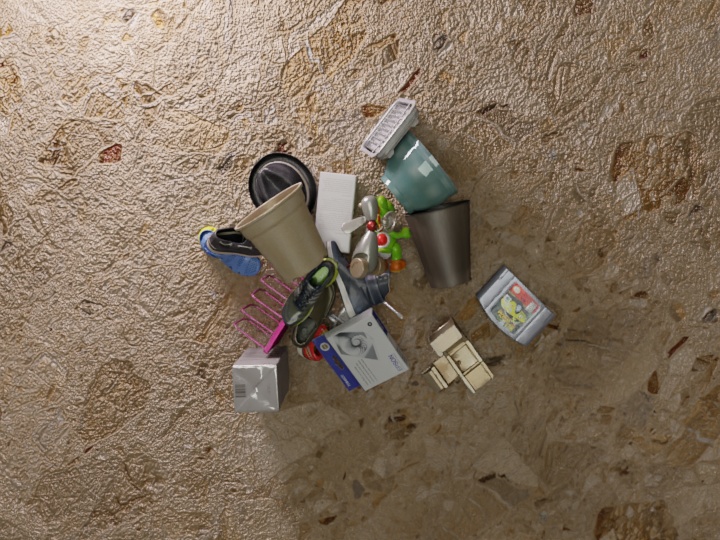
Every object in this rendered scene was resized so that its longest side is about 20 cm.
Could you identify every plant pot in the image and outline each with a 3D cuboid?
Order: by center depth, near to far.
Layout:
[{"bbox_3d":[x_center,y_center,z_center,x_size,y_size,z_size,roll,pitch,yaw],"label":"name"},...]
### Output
[{"bbox_3d":[-0.179,-0.083,1.577,0.198,0.201,0.186,-32,105,5],"label":"plant pot"},{"bbox_3d":[0.135,-0.232,1.625,0.134,0.200,0.201,-40,93,6],"label":"plant pot"}]

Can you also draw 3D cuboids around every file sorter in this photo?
[{"bbox_3d":[-0.232,0.091,1.707,0.124,0.139,0.202,34,96,1],"label":"file sorter"}]

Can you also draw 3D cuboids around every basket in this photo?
[{"bbox_3d":[0.218,-0.066,1.677,0.175,0.136,0.206,-12,99,-4],"label":"basket"}]

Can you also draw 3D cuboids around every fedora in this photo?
[{"bbox_3d":[-0.212,-0.216,1.693,0.195,0.092,0.207,0,96,2],"label":"fedora"}]

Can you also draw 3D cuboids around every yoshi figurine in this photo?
[{"bbox_3d":[0.070,-0.104,1.701,0.110,0.112,0.205,-16,108,-20],"label":"yoshi figurine"}]

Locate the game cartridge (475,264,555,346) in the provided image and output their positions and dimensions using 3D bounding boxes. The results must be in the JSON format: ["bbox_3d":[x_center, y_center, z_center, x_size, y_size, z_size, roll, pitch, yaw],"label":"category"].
[{"bbox_3d":[0.415,0.103,1.734,0.200,0.041,0.133,43,100,-2],"label":"game cartridge"}]

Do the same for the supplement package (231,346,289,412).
[{"bbox_3d":[-0.261,0.285,1.695,0.116,0.200,0.125,-2,96,2],"label":"supplement package"}]

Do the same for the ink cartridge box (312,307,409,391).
[{"bbox_3d":[-0.002,0.222,1.683,0.197,0.041,0.201,-28,113,18],"label":"ink cartridge box"}]

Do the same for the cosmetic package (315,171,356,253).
[{"bbox_3d":[-0.066,-0.155,1.706,0.098,0.071,0.206,7,96,1],"label":"cosmetic package"}]

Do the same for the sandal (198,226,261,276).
[{"bbox_3d":[-0.358,-0.045,1.722,0.196,0.087,0.081,27,94,-3],"label":"sandal"}]

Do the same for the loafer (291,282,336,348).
[{"bbox_3d":[-0.118,0.112,1.656,0.074,0.070,0.204,23,92,-5],"label":"loafer"}]

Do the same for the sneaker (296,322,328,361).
[{"bbox_3d":[-0.113,0.148,1.728,0.083,0.076,0.206,17,108,33],"label":"sneaker"}]

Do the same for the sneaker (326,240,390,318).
[{"bbox_3d":[0.000,0.000,1.651,0.143,0.077,0.207,-21,94,7],"label":"sneaker"}]

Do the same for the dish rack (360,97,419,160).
[{"bbox_3d":[0.079,-0.355,1.624,0.043,0.200,0.173,36,98,-20],"label":"dish rack"}]

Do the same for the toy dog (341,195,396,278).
[{"bbox_3d":[0.005,-0.074,1.582,0.095,0.131,0.205,3,72,39],"label":"toy dog"}]

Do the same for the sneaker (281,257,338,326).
[{"bbox_3d":[-0.131,0.051,1.583,0.073,0.081,0.202,35,91,5],"label":"sneaker"}]

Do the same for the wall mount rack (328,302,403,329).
[{"bbox_3d":[0.013,0.122,1.731,0.172,0.075,0.202,33,97,-3],"label":"wall mount rack"}]

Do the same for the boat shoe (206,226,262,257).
[{"bbox_3d":[-0.303,-0.081,1.685,0.195,0.063,0.074,-3,64,-29],"label":"boat shoe"}]

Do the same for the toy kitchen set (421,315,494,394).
[{"bbox_3d":[0.237,0.259,1.683,0.162,0.180,0.202,-37,89,7],"label":"toy kitchen set"}]
